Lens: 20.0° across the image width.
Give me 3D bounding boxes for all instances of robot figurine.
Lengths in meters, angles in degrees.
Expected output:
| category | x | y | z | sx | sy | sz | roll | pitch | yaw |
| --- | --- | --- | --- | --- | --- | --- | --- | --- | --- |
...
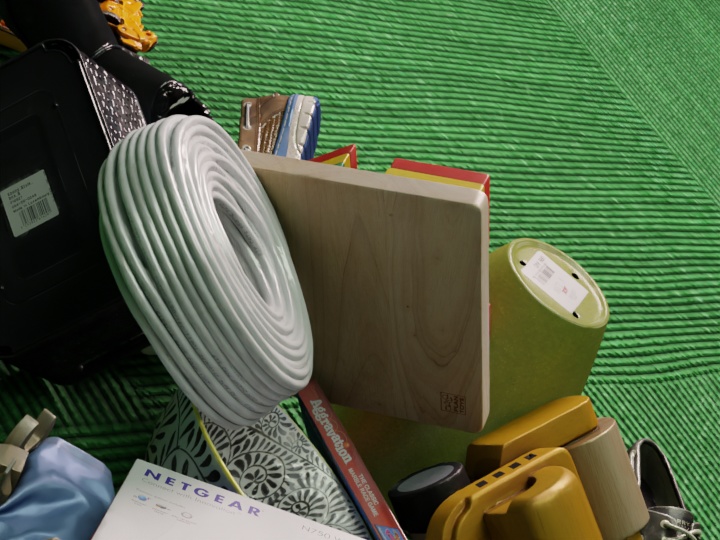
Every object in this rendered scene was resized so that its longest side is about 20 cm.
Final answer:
| category | x | y | z | sx | sy | sz | roll | pitch | yaw |
| --- | --- | --- | --- | --- | --- | --- | --- | --- | --- |
| robot figurine | -0.267 | -0.223 | 1.724 | 0.200 | 0.058 | 0.145 | 22 | 33 | -24 |

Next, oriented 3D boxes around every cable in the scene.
| category | x | y | z | sx | sy | sz | roll | pitch | yaw |
| --- | --- | --- | --- | --- | --- | --- | --- | --- | --- |
| cable | -0.094 | -0.001 | 1.290 | 0.200 | 0.069 | 0.200 | 64 | 12 | -3 |

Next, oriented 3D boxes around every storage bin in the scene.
| category | x | y | z | sx | sy | sz | roll | pitch | yaw |
| --- | --- | --- | --- | --- | --- | --- | --- | --- | --- |
| storage bin | -0.206 | -0.039 | 1.393 | 0.200 | 0.135 | 0.094 | 68 | 12 | 22 |

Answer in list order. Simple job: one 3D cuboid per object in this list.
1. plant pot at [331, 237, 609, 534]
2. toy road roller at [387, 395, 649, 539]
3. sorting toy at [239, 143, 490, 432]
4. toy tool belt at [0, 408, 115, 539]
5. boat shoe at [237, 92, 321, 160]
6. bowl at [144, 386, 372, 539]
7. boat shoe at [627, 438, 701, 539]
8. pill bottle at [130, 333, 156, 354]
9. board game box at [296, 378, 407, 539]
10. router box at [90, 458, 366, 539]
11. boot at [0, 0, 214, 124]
| category | x | y | z | sx | sy | sz | roll | pitch | yaw |
| --- | --- | --- | --- | --- | --- | --- | --- | --- | --- |
| plant pot | 0.093 | 0.077 | 1.547 | 0.187 | 0.200 | 0.187 | 27 | 31 | -18 |
| toy road roller | 0.132 | 0.175 | 1.405 | 0.200 | 0.146 | 0.123 | -25 | 98 | -30 |
| sorting toy | 0.000 | 0.000 | 1.430 | 0.198 | 0.200 | 0.070 | 11 | 40 | 17 |
| toy tool belt | -0.194 | 0.149 | 1.213 | 0.125 | 0.123 | 0.200 | 29 | 30 | -15 |
| boat shoe | -0.084 | -0.054 | 1.562 | 0.072 | 0.072 | 0.200 | 8 | 49 | 9 |
| bowl | -0.080 | 0.162 | 1.323 | 0.201 | 0.094 | 0.201 | 49 | 12 | -14 |
| boat shoe | 0.239 | 0.218 | 1.645 | 0.071 | 0.064 | 0.200 | 20 | 34 | -28 |
| pill bottle | -0.186 | -0.038 | 1.500 | 0.200 | 0.109 | 0.109 | 50 | 32 | 21 |
| board game box | 0.010 | 0.179 | 1.429 | 0.019 | 0.103 | 0.200 | -26 | 57 | -8 |
| router box | -0.060 | 0.193 | 1.134 | 0.200 | 0.049 | 0.180 | 19 | 21 | 0 |
| boot | -0.194 | -0.157 | 1.578 | 0.073 | 0.198 | 0.162 | -40 | 51 | -22 |
